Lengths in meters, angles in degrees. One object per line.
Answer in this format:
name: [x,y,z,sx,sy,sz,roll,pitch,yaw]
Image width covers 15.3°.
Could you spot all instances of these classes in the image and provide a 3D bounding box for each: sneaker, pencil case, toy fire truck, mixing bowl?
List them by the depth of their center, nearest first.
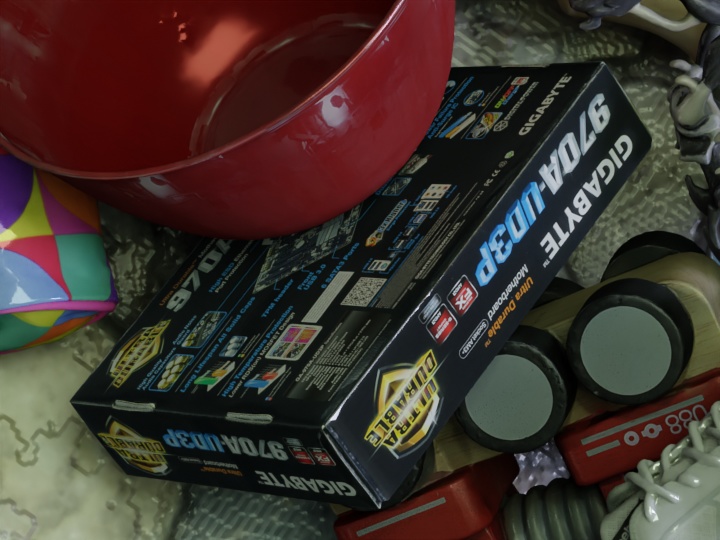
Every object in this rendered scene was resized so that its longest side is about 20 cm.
sneaker: [0.138,0.083,0.987,0.081,0.075,0.200,19,111,-11]
mixing bowl: [-0.040,-0.086,1.039,0.200,0.108,0.200,-16,49,19]
pencil case: [-0.159,-0.065,1.087,0.088,0.088,0.200,-14,80,-15]
toy fire truck: [0.098,0.103,1.088,0.176,0.129,0.200,-23,98,19]

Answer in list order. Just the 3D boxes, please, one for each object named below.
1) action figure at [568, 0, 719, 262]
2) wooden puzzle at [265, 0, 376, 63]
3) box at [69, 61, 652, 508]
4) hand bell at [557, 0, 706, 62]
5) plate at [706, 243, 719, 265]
action figure: [0.162,-0.062,1.034,0.102,0.119,0.200,-28,105,18]
wooden puzzle: [0.029,-0.200,1.139,0.200,0.037,0.185,-23,71,10]
box: [0.000,0.000,1.053,0.200,0.159,0.046,-52,122,-27]
hand bell: [0.055,-0.139,1.163,0.200,0.104,0.104,0,77,0]
plate: [0.238,0.000,1.088,0.200,0.026,0.200,-3,84,27]
